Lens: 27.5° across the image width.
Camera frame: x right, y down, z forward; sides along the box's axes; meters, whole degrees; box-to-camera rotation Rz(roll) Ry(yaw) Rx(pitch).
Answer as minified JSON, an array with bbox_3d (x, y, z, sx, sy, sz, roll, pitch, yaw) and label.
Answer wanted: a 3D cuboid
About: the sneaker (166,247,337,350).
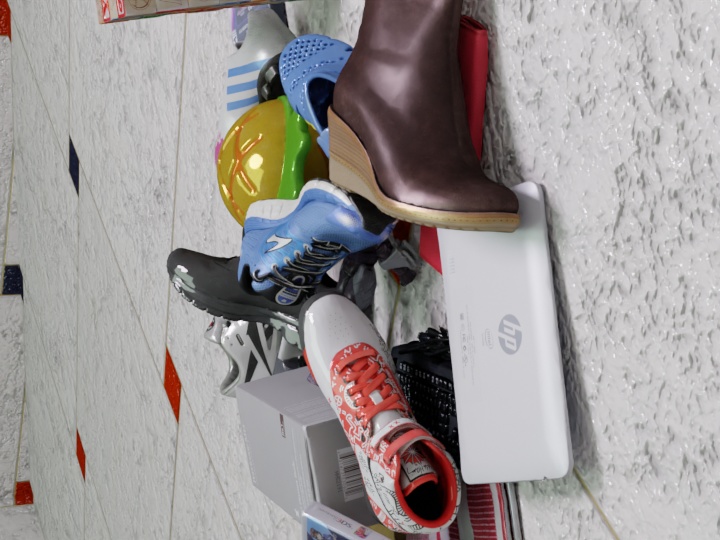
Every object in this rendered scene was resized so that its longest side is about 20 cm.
[{"bbox_3d":[-0.083,0.009,1.360,0.076,0.198,0.092,-46,-26,-72],"label":"sneaker"}]

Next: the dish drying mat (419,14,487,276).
[{"bbox_3d":[0.071,-0.091,1.103,0.077,0.018,0.202,-135,42,-57],"label":"dish drying mat"}]

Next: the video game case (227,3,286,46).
[{"bbox_3d":[-0.117,-0.323,1.515,0.143,0.019,0.202,167,93,-69],"label":"video game case"}]

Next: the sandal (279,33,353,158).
[{"bbox_3d":[-0.016,-0.138,1.198,0.079,0.087,0.200,-45,46,7],"label":"sandal"}]

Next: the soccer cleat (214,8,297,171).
[{"bbox_3d":[-0.106,-0.175,1.467,0.087,0.069,0.201,61,145,25],"label":"soccer cleat"}]

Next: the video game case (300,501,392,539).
[{"bbox_3d":[0.029,0.303,1.205,0.181,0.023,0.202,22,130,30],"label":"video game case"}]

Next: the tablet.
[{"bbox_3d":[0.098,0.048,1.038,0.130,0.014,0.202,-18,76,59],"label":"tablet"}]

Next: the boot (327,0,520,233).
[{"bbox_3d":[0.049,-0.122,1.032,0.199,0.072,0.168,25,107,47],"label":"boot"}]

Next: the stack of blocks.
[{"bbox_3d":[-0.131,-0.264,1.316,0.115,0.198,0.059,-166,67,-68],"label":"stack of blocks"}]

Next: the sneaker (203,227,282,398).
[{"bbox_3d":[-0.125,0.044,1.576,0.074,0.088,0.202,-161,66,-68],"label":"sneaker"}]

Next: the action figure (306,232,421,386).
[{"bbox_3d":[0.000,0.000,1.258,0.130,0.069,0.202,-135,55,-68],"label":"action figure"}]

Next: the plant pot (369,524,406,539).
[{"bbox_3d":[0.004,0.211,1.381,0.200,0.027,0.202,172,90,-70],"label":"plant pot"}]

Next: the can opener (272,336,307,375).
[{"bbox_3d":[-0.058,0.102,1.466,0.201,0.052,0.067,109,146,-51],"label":"can opener"}]

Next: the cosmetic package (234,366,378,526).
[{"bbox_3d":[-0.040,0.159,1.320,0.200,0.089,0.108,9,111,66],"label":"cosmetic package"}]

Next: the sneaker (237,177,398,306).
[{"bbox_3d":[-0.038,-0.014,1.181,0.199,0.078,0.090,-16,54,59],"label":"sneaker"}]

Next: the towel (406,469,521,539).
[{"bbox_3d":[0.077,0.204,1.190,0.200,0.023,0.146,174,88,-69],"label":"towel"}]

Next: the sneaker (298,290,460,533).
[{"bbox_3d":[0.019,0.109,1.141,0.203,0.067,0.108,70,162,-4],"label":"sneaker"}]

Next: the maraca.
[{"bbox_3d":[-0.074,-0.093,1.349,0.200,0.106,0.139,-167,82,-75],"label":"maraca"}]

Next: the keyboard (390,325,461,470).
[{"bbox_3d":[0.052,0.094,1.163,0.200,0.039,0.105,-167,84,-68],"label":"keyboard"}]
